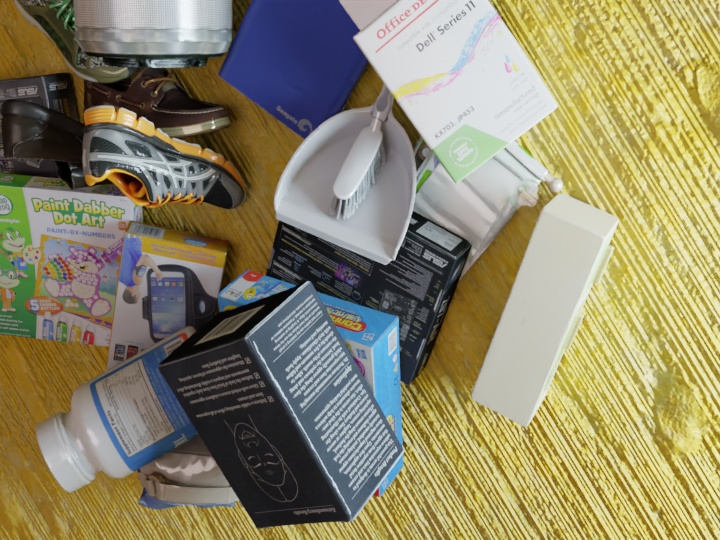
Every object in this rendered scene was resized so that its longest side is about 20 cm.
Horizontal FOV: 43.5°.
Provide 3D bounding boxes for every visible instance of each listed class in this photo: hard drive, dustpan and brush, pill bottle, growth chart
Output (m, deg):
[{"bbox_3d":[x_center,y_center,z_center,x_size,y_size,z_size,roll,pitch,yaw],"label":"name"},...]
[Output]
[{"bbox_3d":[-0.047,-0.240,0.891,0.131,0.025,0.201,35,122,1],"label":"hard drive"},{"bbox_3d":[0.010,-0.126,0.873,0.137,0.057,0.203,22,72,15],"label":"dustpan and brush"},{"bbox_3d":[-0.248,0.156,0.995,0.197,0.112,0.114,-28,93,-8],"label":"pill bottle"},{"bbox_3d":[0.086,-0.069,0.902,0.145,0.018,0.200,47,120,7],"label":"growth chart"}]

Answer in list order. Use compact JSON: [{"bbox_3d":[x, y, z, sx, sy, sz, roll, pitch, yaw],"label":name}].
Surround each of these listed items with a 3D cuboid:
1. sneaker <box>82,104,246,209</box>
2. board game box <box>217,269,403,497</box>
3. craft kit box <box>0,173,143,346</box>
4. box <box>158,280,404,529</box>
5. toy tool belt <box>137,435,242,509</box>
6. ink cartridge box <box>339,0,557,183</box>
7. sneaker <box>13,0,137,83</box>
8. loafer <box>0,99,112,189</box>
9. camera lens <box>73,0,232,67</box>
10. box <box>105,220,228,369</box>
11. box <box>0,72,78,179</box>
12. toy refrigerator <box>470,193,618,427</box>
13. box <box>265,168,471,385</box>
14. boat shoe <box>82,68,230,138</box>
[{"bbox_3d":[-0.209,-0.100,0.953,0.077,0.198,0.079,-9,66,48],"label":"sneaker"},{"bbox_3d":[-0.051,0.120,0.968,0.192,0.056,0.204,16,126,28],"label":"board game box"},{"bbox_3d":[-0.354,-0.010,1.084,0.195,0.049,0.202,5,112,6],"label":"craft kit box"},{"bbox_3d":[-0.076,0.136,0.882,0.147,0.107,0.203,-18,106,42],"label":"box"},{"bbox_3d":[-0.222,0.241,1.086,0.195,0.126,0.125,1,127,4],"label":"toy tool belt"},{"bbox_3d":[0.073,-0.197,0.809,0.116,0.067,0.201,-35,98,16],"label":"ink cartridge box"},{"bbox_3d":[-0.321,-0.281,0.987,0.199,0.089,0.077,38,77,13],"label":"sneaker"},{"bbox_3d":[-0.303,-0.122,0.993,0.072,0.197,0.073,10,83,56],"label":"loafer"},{"bbox_3d":[-0.206,-0.308,0.893,0.157,0.159,0.205,8,107,24],"label":"camera lens"},{"bbox_3d":[-0.228,0.052,1.056,0.116,0.042,0.204,10,111,-8],"label":"box"},{"bbox_3d":[-0.434,-0.155,1.121,0.196,0.048,0.162,0,106,26],"label":"box"},{"bbox_3d":[0.176,0.039,0.855,0.069,0.076,0.204,24,114,18],"label":"toy refrigerator"},{"bbox_3d":[0.000,0.000,0.937,0.197,0.043,0.163,29,123,18],"label":"box"},{"bbox_3d":[-0.231,-0.189,0.998,0.196,0.072,0.074,11,112,30],"label":"boat shoe"}]
